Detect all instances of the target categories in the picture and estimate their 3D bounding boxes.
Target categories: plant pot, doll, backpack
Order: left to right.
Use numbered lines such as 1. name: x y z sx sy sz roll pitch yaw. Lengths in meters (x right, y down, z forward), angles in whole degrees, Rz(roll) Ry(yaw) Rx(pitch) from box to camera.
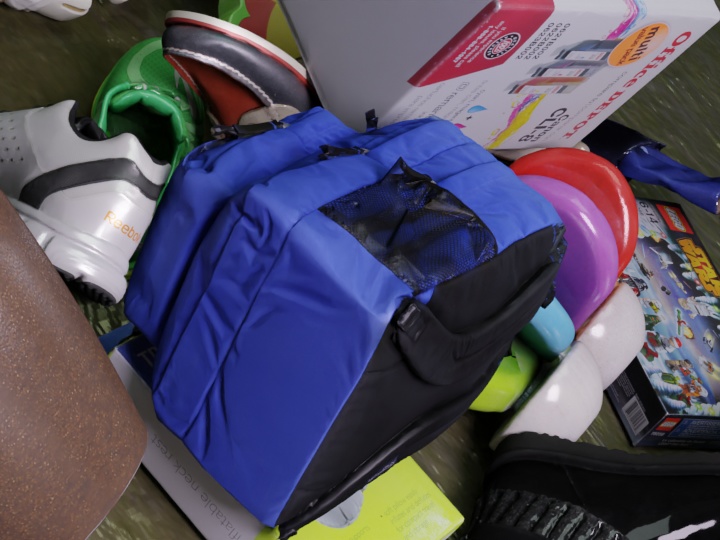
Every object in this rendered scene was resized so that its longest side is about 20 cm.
1. plant pot: -0.193 0.038 0.701 0.200 0.187 0.187 43 35 -17
2. backpack: 0.000 0.000 0.817 0.168 0.163 0.200 47 38 17
3. doll: 0.193 -0.086 1.200 0.199 0.049 0.136 26 15 23

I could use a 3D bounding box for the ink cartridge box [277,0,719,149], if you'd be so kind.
1. ink cartridge box: 0.076 -0.165 0.948 0.199 0.145 0.145 -6 65 -43

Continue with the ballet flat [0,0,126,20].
1. ballet flat: -0.173 -0.195 1.032 0.200 0.070 0.066 -31 104 -39

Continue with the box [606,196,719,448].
1. box: 0.207 0.031 1.136 0.136 0.040 0.201 6 47 -37

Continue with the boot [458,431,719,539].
1. boot: 0.144 0.168 0.865 0.210 0.080 0.158 5 30 16

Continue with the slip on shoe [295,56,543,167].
1. slip on shoe: 0.041 -0.112 1.034 0.199 0.076 0.061 14 87 -32

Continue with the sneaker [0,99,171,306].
1. sneaker: -0.167 -0.050 0.818 0.200 0.080 0.074 25 -9 38

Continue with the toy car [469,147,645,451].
1. toy car: 0.099 0.000 0.987 0.175 0.150 0.200 42 37 4

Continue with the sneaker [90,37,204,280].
1. sneaker: -0.120 -0.074 0.937 0.074 0.084 0.200 26 38 -15

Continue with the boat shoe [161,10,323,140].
1. boat shoe: -0.051 -0.082 0.966 0.071 0.063 0.200 17 -15 41

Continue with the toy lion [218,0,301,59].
1. toy lion: -0.016 -0.162 1.088 0.191 0.069 0.201 1 78 -37

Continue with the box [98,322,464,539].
1. box: -0.051 0.089 0.856 0.200 0.048 0.122 48 37 11
